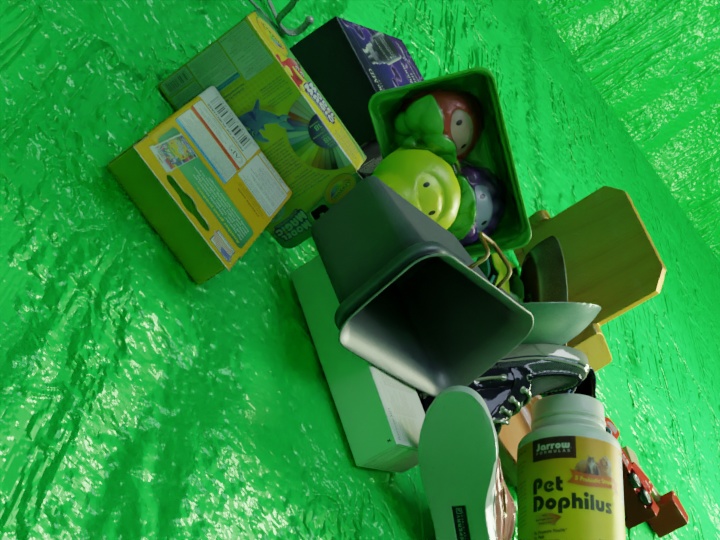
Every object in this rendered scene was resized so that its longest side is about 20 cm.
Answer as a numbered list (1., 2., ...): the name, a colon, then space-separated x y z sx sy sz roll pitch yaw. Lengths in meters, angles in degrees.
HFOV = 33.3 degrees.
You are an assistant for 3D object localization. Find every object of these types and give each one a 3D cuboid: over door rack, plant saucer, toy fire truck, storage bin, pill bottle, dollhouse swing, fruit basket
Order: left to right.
1. over door rack: -0.134 -0.365 1.396 0.200 0.066 0.148 10 51 -61
2. storage bin: 0.053 0.002 1.104 0.200 0.145 0.135 32 23 -49
3. fruit basket: 0.083 -0.097 1.247 0.216 0.155 0.217 -12 90 -77
4. plant saucer: 0.167 0.170 1.373 0.200 0.037 0.201 45 26 -30
5. plant saucer: 0.156 0.065 1.278 0.201 0.200 0.039 12 73 -60
6. plant saucer: 0.227 0.056 1.527 0.200 0.034 0.201 -178 -90 -89
7. pill bottle: 0.215 0.233 1.234 0.109 0.109 0.201 36 47 -43
8. dollhouse swing: 0.324 0.013 1.667 0.182 0.175 0.201 50 17 -60
9. toy fire truck: 0.367 0.280 1.630 0.201 0.049 0.141 59 22 3

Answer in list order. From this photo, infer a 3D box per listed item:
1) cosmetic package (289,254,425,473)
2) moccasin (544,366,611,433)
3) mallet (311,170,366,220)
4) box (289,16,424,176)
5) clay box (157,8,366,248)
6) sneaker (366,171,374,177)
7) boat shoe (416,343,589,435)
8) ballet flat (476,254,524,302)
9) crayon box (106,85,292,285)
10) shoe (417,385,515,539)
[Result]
1. cosmetic package: 0.002 0.085 1.117 0.082 0.051 0.201 26 38 -57
2. moccasin: 0.274 0.182 1.536 0.081 0.068 0.200 48 25 -24
3. mallet: 0.000 0.000 1.256 0.041 0.066 0.201 -13 87 -63
4. box: 0.005 -0.198 1.420 0.148 0.104 0.200 62 22 9
5. clay box: -0.083 -0.129 1.133 0.200 0.115 0.048 54 23 -12
6. sneaker: 0.061 -0.017 1.375 0.200 0.070 0.082 45 42 -23
7. boat shoe: 0.142 0.132 1.218 0.075 0.199 0.093 98 -14 -55
8. ballet flat: 0.175 0.032 1.514 0.067 0.067 0.200 27 24 -4
9. crayon box: -0.137 -0.073 1.031 0.126 0.051 0.200 54 22 -11
10. shoe: 0.099 0.193 1.095 0.091 0.071 0.201 -40 126 -71
